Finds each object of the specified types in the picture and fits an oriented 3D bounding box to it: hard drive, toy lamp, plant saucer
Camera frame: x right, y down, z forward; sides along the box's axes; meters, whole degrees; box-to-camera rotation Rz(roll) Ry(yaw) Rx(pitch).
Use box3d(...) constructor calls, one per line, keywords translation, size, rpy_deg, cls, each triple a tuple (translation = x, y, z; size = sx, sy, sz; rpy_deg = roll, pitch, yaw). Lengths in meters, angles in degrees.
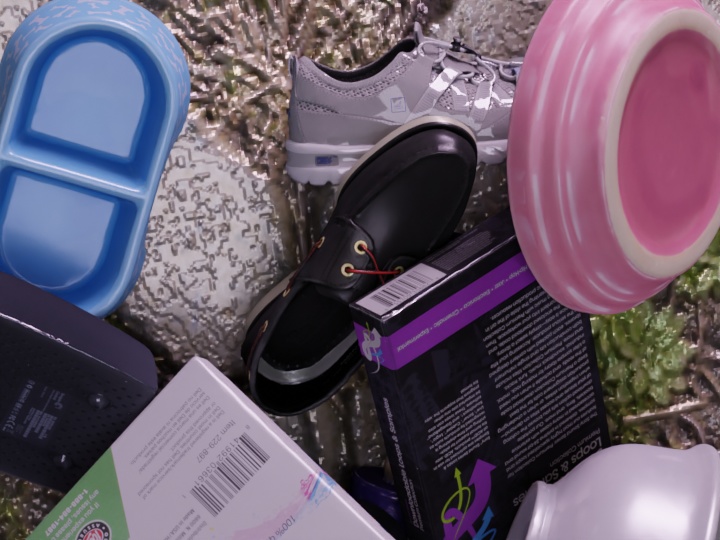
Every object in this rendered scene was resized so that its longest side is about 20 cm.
box3d(translation=(-0.220, 0.049, 1.031), size=(0.199, 0.043, 0.135), rpy_deg=(23, 135, -12), cls="hard drive")
box3d(translation=(0.034, 0.077, 1.106), size=(0.058, 0.058, 0.202), rpy_deg=(12, 97, -12), cls="toy lamp")
box3d(translation=(0.158, -0.073, 1.040), size=(0.200, 0.051, 0.202), rpy_deg=(-13, 107, -48), cls="plant saucer")

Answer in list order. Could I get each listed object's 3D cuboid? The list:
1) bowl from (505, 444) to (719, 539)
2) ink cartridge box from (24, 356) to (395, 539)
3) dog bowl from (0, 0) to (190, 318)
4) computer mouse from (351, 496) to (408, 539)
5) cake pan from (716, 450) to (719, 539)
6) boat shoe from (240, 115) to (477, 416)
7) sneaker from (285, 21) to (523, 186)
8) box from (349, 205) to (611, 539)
box3d(translation=(0.125, 0.178, 1.040), size=(0.090, 0.201, 0.203), rpy_deg=(21, 97, 0), cls="bowl")
box3d(translation=(-0.060, 0.171, 1.006), size=(0.200, 0.088, 0.145), rpy_deg=(41, 85, 19), cls="ink cartridge box")
box3d(translation=(-0.163, -0.056, 1.048), size=(0.111, 0.050, 0.202), rpy_deg=(16, 99, -12), cls="dog bowl")
box3d(translation=(-0.063, 0.202, 1.088), size=(0.199, 0.053, 0.139), rpy_deg=(-25, 108, 12), cls="computer mouse")
box3d(translation=(0.229, 0.206, 1.173), size=(0.198, 0.037, 0.202), rpy_deg=(-2, 101, -9), cls="cake pan")
box3d(translation=(0.002, 0.001, 1.045), size=(0.073, 0.063, 0.202), rpy_deg=(28, 117, -22), cls="boat shoe")
box3d(translation=(0.051, -0.103, 1.061), size=(0.198, 0.075, 0.083), rpy_deg=(-11, 105, -7), cls="sneaker")
box3d(translation=(0.076, 0.074, 1.069), size=(0.142, 0.036, 0.201), rpy_deg=(-31, 123, -27), cls="box")
